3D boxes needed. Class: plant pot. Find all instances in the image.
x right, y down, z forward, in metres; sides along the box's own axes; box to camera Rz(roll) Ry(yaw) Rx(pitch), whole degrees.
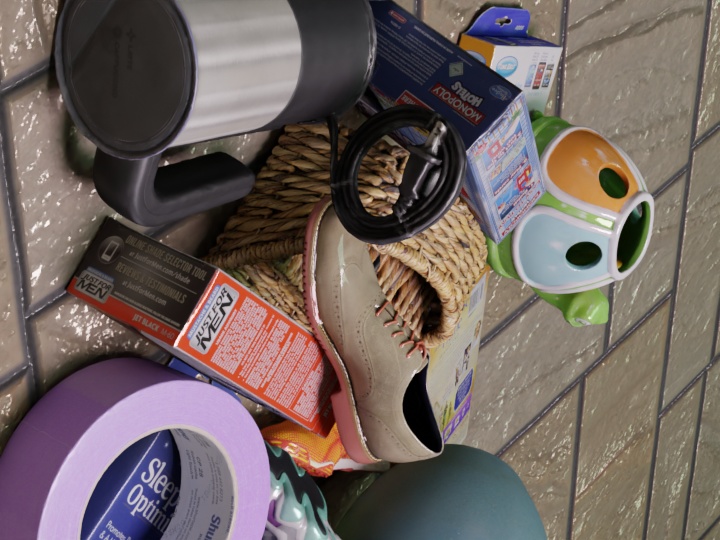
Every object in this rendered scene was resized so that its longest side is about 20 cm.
[{"bbox_3d":[0.076,0.227,1.579,0.200,0.200,0.135,72,30,-50],"label":"plant pot"}]

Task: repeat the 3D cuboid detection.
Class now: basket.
[{"bbox_3d":[0.000,0.000,1.411,0.149,0.143,0.200,-59,149,-13],"label":"basket"}]

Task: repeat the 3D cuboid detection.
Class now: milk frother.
[{"bbox_3d":[-0.057,-0.103,1.181,0.188,0.200,0.181,-18,116,-52],"label":"milk frother"}]

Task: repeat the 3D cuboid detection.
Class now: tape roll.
[{"bbox_3d":[-0.158,0.165,1.304,0.200,0.066,0.200,-15,113,-39],"label":"tape roll"}]

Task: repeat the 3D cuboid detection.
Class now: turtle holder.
[{"bbox_3d":[0.172,-0.033,1.599,0.141,0.132,0.186,-17,125,-55],"label":"turtle holder"}]

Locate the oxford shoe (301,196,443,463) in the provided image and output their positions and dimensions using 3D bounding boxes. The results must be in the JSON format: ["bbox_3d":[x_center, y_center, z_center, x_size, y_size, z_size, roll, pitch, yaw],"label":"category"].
[{"bbox_3d":[0.014,0.041,1.294,0.070,0.075,0.200,-45,127,-49],"label":"oxford shoe"}]

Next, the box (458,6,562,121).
[{"bbox_3d":[0.111,-0.124,1.605,0.119,0.041,0.200,-10,121,-56],"label":"box"}]

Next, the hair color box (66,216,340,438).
[{"bbox_3d":[-0.097,0.043,1.300,0.064,0.111,0.200,-60,143,-8],"label":"hair color box"}]

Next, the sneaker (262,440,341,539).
[{"bbox_3d":[-0.076,0.233,1.448,0.140,0.078,0.200,-32,108,11],"label":"sneaker"}]

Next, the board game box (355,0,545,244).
[{"bbox_3d":[0.057,-0.109,1.379,0.062,0.200,0.200,-47,147,-6],"label":"board game box"}]

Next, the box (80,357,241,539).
[{"bbox_3d":[-0.152,0.162,1.396,0.200,0.032,0.121,-58,149,-16],"label":"box"}]

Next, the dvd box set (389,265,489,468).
[{"bbox_3d":[0.069,0.097,1.675,0.146,0.029,0.200,-47,148,-55],"label":"dvd box set"}]

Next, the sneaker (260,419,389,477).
[{"bbox_3d":[-0.033,0.130,1.544,0.200,0.073,0.077,4,92,-66],"label":"sneaker"}]
